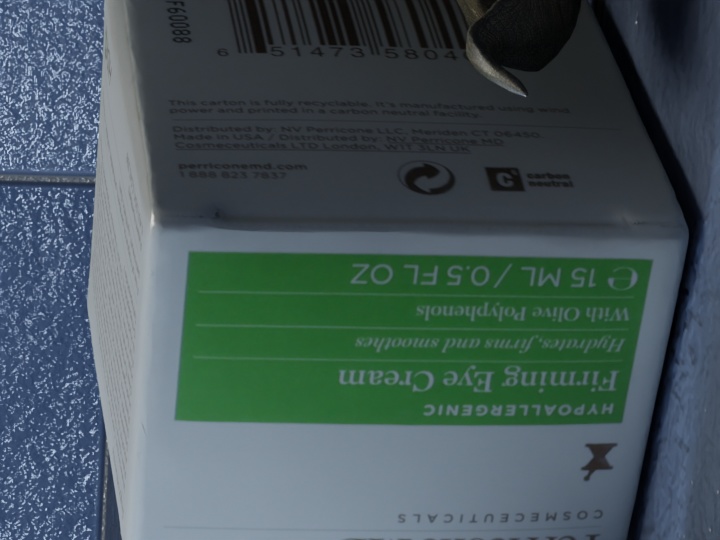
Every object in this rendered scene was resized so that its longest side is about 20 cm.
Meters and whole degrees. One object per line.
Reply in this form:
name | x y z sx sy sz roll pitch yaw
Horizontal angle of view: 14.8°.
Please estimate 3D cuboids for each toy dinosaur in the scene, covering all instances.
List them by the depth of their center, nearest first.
toy dinosaur | 0.054 -0.122 1.015 0.200 0.077 0.102 -117 2 -46

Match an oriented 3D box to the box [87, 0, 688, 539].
box | 0.000 0.000 1.079 0.200 0.199 0.171 -104 18 -55
